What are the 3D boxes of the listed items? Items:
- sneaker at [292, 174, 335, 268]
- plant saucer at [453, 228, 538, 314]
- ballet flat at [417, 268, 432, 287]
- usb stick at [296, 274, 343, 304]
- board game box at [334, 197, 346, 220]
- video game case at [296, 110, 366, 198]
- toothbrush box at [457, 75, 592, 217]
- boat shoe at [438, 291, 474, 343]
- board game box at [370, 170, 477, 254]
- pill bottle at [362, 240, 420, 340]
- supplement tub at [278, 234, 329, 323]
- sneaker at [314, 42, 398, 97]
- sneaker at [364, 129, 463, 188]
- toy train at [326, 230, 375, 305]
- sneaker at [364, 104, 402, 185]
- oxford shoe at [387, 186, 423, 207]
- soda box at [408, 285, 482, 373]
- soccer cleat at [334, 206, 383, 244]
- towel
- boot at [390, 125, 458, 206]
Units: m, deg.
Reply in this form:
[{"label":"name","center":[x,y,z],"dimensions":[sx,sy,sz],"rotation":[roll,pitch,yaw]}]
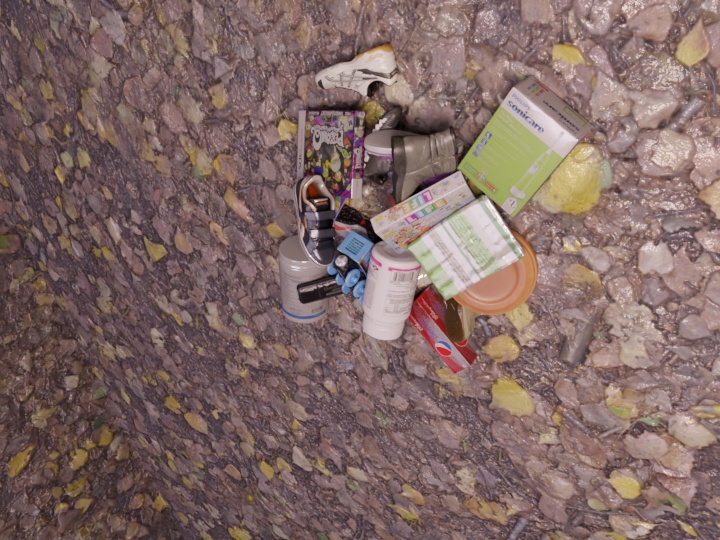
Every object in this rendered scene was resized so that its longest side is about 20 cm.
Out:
[{"label":"sneaker","center":[-0.094,-0.108,1.397],"dimensions":[0.079,0.078,0.202],"rotation":[-22,83,55]},{"label":"plant saucer","center":[0.267,0.005,1.346],"dimensions":[0.198,0.037,0.202],"rotation":[6,114,14]},{"label":"ballet flat","center":[0.128,0.016,1.495],"dimensions":[0.199,0.072,0.072],"rotation":[-17,107,44]},{"label":"usb stick","center":[-0.061,0.037,1.604],"dimensions":[0.198,0.033,0.056],"rotation":[-15,117,-1]},{"label":"board game box","center":[-0.104,-0.187,1.523],"dimensions":[0.159,0.039,0.200],"rotation":[61,141,24]},{"label":"video game case","center":[-0.068,-0.258,1.421],"dimensions":[0.199,0.036,0.183],"rotation":[16,108,46]},{"label":"toothbrush box","center":[0.294,-0.223,1.181],"dimensions":[0.145,0.086,0.201],"rotation":[42,137,10]},{"label":"boat shoe","center":[0.224,0.060,1.452],"dimensions":[0.072,0.065,0.202],"rotation":[11,116,43]},{"label":"board game box","center":[0.135,-0.112,1.298],"dimensions":[0.199,0.134,0.034],"rotation":[-27,63,15]},{"label":"pill bottle","center":[0.065,0.045,1.436],"dimensions":[0.113,0.113,0.202],"rotation":[25,121,24]},{"label":"supplement tub","center":[-0.145,0.024,1.679],"dimensions":[0.131,0.132,0.202],"rotation":[22,129,27]},{"label":"sneaker","center":[-0.011,-0.391,1.325],"dimensions":[0.199,0.076,0.088],"rotation":[-5,115,42]},{"label":"sneaker","center":[0.103,-0.216,1.314],"dimensions":[0.198,0.073,0.115],"rotation":[8,135,3]},{"label":"toy train","center":[0.000,0.000,1.493],"dimensions":[0.086,0.115,0.200],"rotation":[34,169,30]},{"label":"sneaker","center":[0.058,-0.258,1.371],"dimensions":[0.090,0.067,0.201],"rotation":[37,137,5]},{"label":"oxford shoe","center":[0.148,-0.120,1.386],"dimensions":[0.200,0.070,0.075],"rotation":[40,129,8]},{"label":"soda box","center":[0.191,0.140,1.526],"dimensions":[0.200,0.070,0.063],"rotation":[50,138,0]},{"label":"soccer cleat","center":[0.017,-0.084,1.529],"dimensions":[0.199,0.068,0.074],"rotation":[28,149,22]},{"label":"towel","center":[0.212,-0.045,1.310],"dimensions":[0.199,0.031,0.150],"rotation":[-32,97,28]},{"label":"boot","center":[0.127,-0.186,1.257],"dimensions":[0.129,0.068,0.201],"rotation":[-6,142,-1]}]
